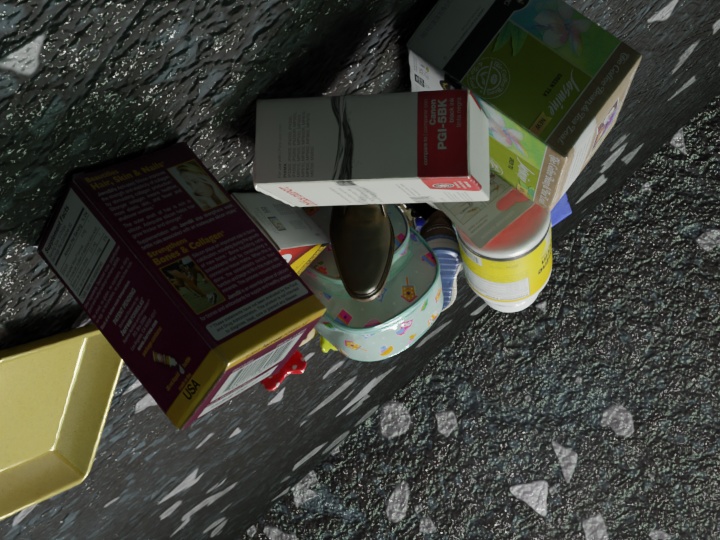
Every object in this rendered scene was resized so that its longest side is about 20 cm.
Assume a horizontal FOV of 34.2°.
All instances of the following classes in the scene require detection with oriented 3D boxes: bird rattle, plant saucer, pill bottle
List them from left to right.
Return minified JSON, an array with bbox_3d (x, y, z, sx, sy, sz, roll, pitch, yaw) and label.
[{"bbox_3d":[-0.324,0.142,1.143,0.200,0.048,0.201,-17,132,-60],"label":"plant saucer"},{"bbox_3d":[-0.110,0.087,1.508,0.162,0.113,0.200,1,-153,36],"label":"bird rattle"},{"bbox_3d":[0.175,-0.026,1.412,0.112,0.112,0.200,-39,154,-9],"label":"pill bottle"}]

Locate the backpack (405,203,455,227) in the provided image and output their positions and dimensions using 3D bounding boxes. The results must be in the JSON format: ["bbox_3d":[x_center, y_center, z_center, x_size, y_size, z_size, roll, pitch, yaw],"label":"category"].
[{"bbox_3d":[0.168,-0.141,1.514,0.200,0.147,0.183,-42,158,-14],"label":"backpack"}]

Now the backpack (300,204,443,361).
[{"bbox_3d":[0.000,0.000,1.393,0.175,0.200,0.154,-35,156,-20],"label":"backpack"}]

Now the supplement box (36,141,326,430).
[{"bbox_3d":[-0.149,0.008,0.969,0.131,0.200,0.103,-27,162,-48],"label":"supplement box"}]

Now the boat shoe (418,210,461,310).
[{"bbox_3d":[0.096,-0.008,1.528,0.072,0.073,0.200,7,152,-8],"label":"boat shoe"}]

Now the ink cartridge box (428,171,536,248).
[{"bbox_3d":[0.133,-0.131,1.350,0.162,0.200,0.057,-39,158,-6],"label":"ink cartridge box"}]

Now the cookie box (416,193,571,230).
[{"bbox_3d":[0.190,-0.079,1.780,0.171,0.076,0.199,-32,-162,-36],"label":"cookie box"}]

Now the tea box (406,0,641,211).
[{"bbox_3d":[0.164,-0.190,1.211,0.134,0.196,0.200,-53,168,-7],"label":"tea box"}]

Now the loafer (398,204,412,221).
[{"bbox_3d":[0.003,-0.032,1.610,0.201,0.067,0.076,-57,141,0],"label":"loafer"}]

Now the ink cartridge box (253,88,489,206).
[{"bbox_3d":[0.014,-0.111,1.093,0.198,0.084,0.147,-1,175,13],"label":"ink cartridge box"}]

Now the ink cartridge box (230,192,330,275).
[{"bbox_3d":[-0.137,0.010,1.287,0.200,0.084,0.175,-46,168,19],"label":"ink cartridge box"}]

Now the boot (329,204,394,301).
[{"bbox_3d":[-0.005,-0.074,1.248,0.074,0.202,0.097,-4,160,9],"label":"boot"}]
